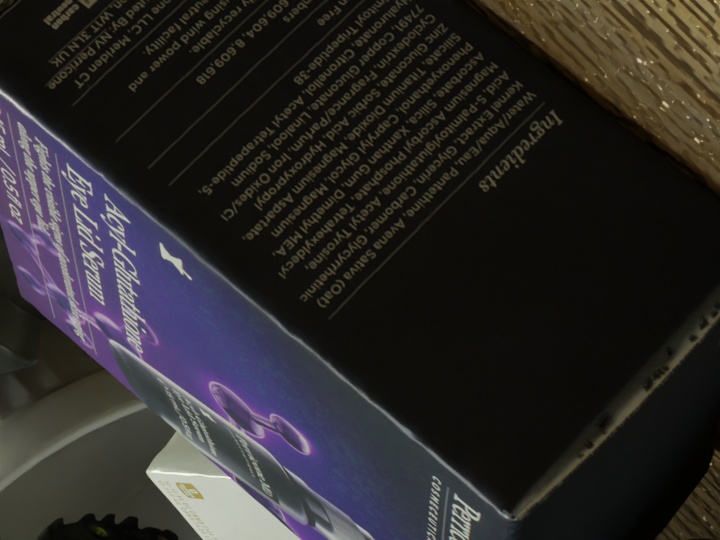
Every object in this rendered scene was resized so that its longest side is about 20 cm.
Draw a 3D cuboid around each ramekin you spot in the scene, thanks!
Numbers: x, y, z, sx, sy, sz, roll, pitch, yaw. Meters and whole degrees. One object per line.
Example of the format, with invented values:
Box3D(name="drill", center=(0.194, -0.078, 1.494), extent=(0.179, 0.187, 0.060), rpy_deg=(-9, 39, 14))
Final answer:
Box3D(name="ramekin", center=(-0.108, 0.085, 1.001), extent=(0.105, 0.200, 0.201), rpy_deg=(50, 168, 38))

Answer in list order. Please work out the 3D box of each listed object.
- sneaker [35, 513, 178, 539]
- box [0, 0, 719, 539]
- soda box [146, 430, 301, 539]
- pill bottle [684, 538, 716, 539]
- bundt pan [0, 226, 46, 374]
Box3D(name="sneaker", center=(-0.059, 0.147, 0.960), extent=(0.200, 0.072, 0.072), rpy_deg=(38, -169, -49))
Box3D(name="box", center=(0.000, 0.000, 0.734), extent=(0.200, 0.104, 0.148), rpy_deg=(39, 160, 19))
Box3D(name="soda box", center=(0.022, 0.109, 0.870), extent=(0.068, 0.064, 0.200), rpy_deg=(0, 136, 48))
Box3D(name="pill bottle", center=(0.083, 0.146, 0.723), extent=(0.106, 0.200, 0.106), rpy_deg=(35, -156, -18))
Box3D(name="bundt pan", center=(-0.164, -0.019, 0.926), extent=(0.201, 0.203, 0.076), rpy_deg=(24, 169, 47))
